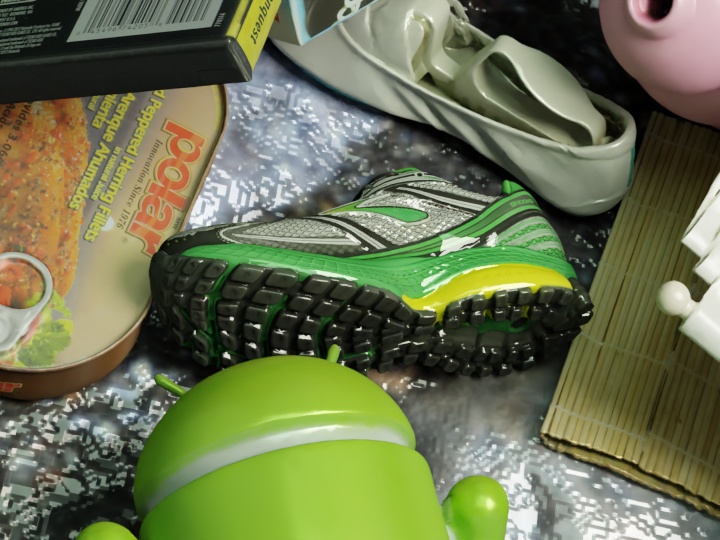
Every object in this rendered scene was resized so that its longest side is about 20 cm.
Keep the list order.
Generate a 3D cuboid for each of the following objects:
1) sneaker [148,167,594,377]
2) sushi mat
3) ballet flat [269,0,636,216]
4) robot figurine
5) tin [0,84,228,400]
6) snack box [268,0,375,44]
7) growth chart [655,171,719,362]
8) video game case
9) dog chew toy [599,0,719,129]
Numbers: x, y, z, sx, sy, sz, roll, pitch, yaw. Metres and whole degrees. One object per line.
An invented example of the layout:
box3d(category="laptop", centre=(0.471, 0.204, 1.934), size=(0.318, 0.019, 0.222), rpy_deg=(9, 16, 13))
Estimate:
box3d(category="sneaker", centre=(0.000, 0.000, 0.804), size=(0.198, 0.078, 0.086), rpy_deg=(1, 51, -27))
box3d(category="sushi mat", centre=(0.155, 0.015, 0.865), size=(0.095, 0.012, 0.201), rpy_deg=(23, 57, 2))
box3d(category="ballet flat", centre=(0.047, -0.098, 0.873), size=(0.199, 0.070, 0.070), rpy_deg=(31, 57, 5))
box3d(category="robot figurine", centre=(-0.021, 0.122, 0.696), size=(0.173, 0.116, 0.202), rpy_deg=(-6, 62, -19))
box3d(category="tin", centre=(-0.128, -0.034, 0.807), size=(0.111, 0.042, 0.201), rpy_deg=(19, 57, 2))
box3d(category="snack box", centre=(0.002, -0.175, 0.878), size=(0.199, 0.037, 0.116), rpy_deg=(-34, 38, -31))
box3d(category="growth chart", centre=(0.208, -0.023, 0.757), size=(0.144, 0.018, 0.201), rpy_deg=(29, 70, -1))
box3d(category="video game case", centre=(-0.111, -0.147, 0.816), size=(0.198, 0.026, 0.182), rpy_deg=(-2, 50, 26))
box3d(category="dog chew toy", centre=(0.175, -0.122, 0.853), size=(0.125, 0.125, 0.199), rpy_deg=(52, 28, 17))
